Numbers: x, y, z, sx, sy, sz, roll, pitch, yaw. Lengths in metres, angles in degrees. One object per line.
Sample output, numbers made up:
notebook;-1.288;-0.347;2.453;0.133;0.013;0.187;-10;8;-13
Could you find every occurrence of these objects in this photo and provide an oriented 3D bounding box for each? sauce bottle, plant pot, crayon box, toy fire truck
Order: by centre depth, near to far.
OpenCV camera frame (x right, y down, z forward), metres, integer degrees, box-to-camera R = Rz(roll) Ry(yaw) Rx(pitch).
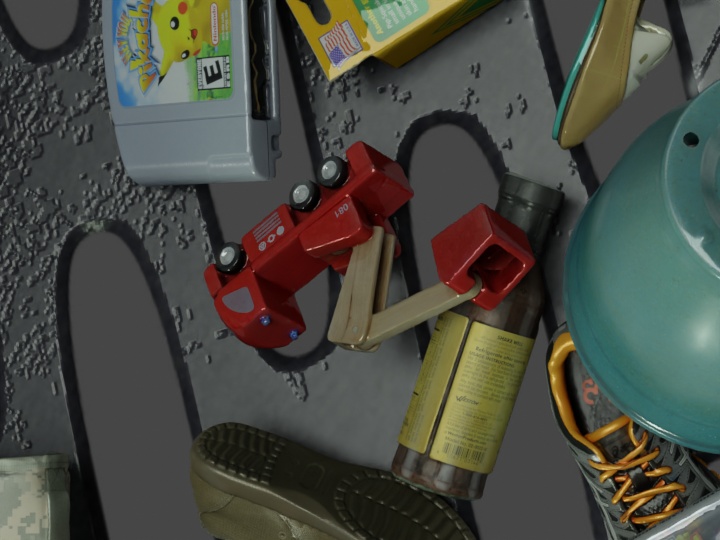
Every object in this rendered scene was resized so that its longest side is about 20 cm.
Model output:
plant pot;0.219;-0.017;1.273;0.199;0.188;0.201;0;71;0
sauce bottle;0.078;0.040;1.417;0.065;0.065;0.201;21;92;19
toy fire truck;0.000;0.000;1.418;0.200;0.049;0.141;-39;50;19
crayon box;0.042;-0.219;1.457;0.200;0.052;0.126;-31;76;13

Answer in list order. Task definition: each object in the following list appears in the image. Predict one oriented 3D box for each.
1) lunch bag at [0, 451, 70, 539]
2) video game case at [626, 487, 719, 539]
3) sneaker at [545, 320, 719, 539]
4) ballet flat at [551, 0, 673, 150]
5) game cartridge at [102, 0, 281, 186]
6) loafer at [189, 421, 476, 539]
lunch bag;-0.259;0.199;1.480;0.199;0.117;0.165;-2;85;33
video game case;0.268;0.206;1.328;0.181;0.023;0.200;-32;94;14
sneaker;0.164;0.117;1.374;0.078;0.077;0.200;-33;77;12
ballet flat;0.171;-0.165;1.403;0.063;0.069;0.201;16;92;6
game cartridge;-0.111;-0.156;1.486;0.133;0.040;0.201;-1;92;44
loafer;-0.017;0.161;1.439;0.199;0.076;0.068;26;128;12
